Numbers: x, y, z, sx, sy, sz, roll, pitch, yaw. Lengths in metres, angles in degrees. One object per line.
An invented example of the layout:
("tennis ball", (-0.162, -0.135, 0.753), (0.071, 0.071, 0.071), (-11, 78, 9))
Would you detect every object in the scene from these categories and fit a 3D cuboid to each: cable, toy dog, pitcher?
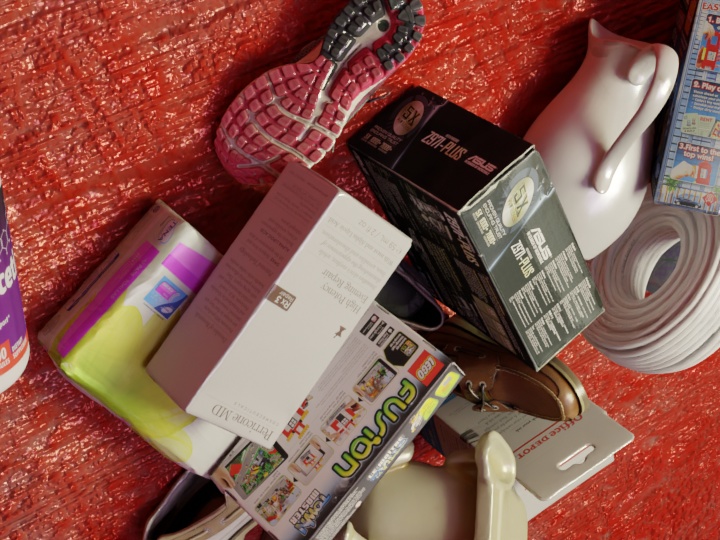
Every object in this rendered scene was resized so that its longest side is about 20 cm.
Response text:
("cable", (0.290, 0.000, 1.261), (0.069, 0.200, 0.200), (30, 100, -29))
("toy dog", (0.036, 0.208, 1.152), (0.194, 0.199, 0.140), (20, 70, -68))
("pitcher", (0.212, -0.111, 1.167), (0.121, 0.172, 0.201), (21, 101, -8))

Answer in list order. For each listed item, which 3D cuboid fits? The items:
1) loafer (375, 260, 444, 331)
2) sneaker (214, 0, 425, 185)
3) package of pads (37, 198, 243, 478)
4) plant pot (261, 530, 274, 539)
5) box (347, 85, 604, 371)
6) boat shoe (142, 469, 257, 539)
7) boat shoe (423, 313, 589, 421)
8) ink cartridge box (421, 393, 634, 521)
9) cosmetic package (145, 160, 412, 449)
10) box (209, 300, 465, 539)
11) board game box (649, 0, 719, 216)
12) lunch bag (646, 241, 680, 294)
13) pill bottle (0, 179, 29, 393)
("loafer", (0.000, 0.000, 1.139), (0.200, 0.063, 0.072), (28, 95, -42))
("sneaker", (-0.027, -0.140, 1.044), (0.200, 0.075, 0.081), (-39, 91, 2))
("package of pads", (-0.143, 0.063, 1.066), (0.155, 0.068, 0.200), (-49, 131, -5))
("plant pot", (0.007, 0.281, 1.275), (0.200, 0.093, 0.201), (-16, 122, -27))
("box", (0.099, -0.037, 1.125), (0.086, 0.164, 0.200), (-40, 130, -11))
("boat shoe", (-0.108, 0.180, 1.149), (0.200, 0.075, 0.068), (-53, 137, 0))
("boat shoe", (0.120, 0.101, 1.188), (0.068, 0.200, 0.072), (-32, 116, -22))
("ink cartridge box", (0.153, 0.157, 1.242), (0.116, 0.200, 0.067), (-30, 129, -19))
("cosmetic package", (-0.061, 0.028, 1.013), (0.102, 0.074, 0.200), (32, 91, -45))
("box", (-0.020, 0.127, 1.083), (0.200, 0.110, 0.035), (-50, 150, -4))
("board game box", (0.310, -0.178, 1.189), (0.061, 0.200, 0.200), (12, 113, 5))
("lunch bag", (0.402, -0.027, 1.378), (0.199, 0.127, 0.170), (13, 104, -31))
("pill bottle", (-0.291, -0.012, 0.890), (0.112, 0.112, 0.201), (-19, 123, -27))
